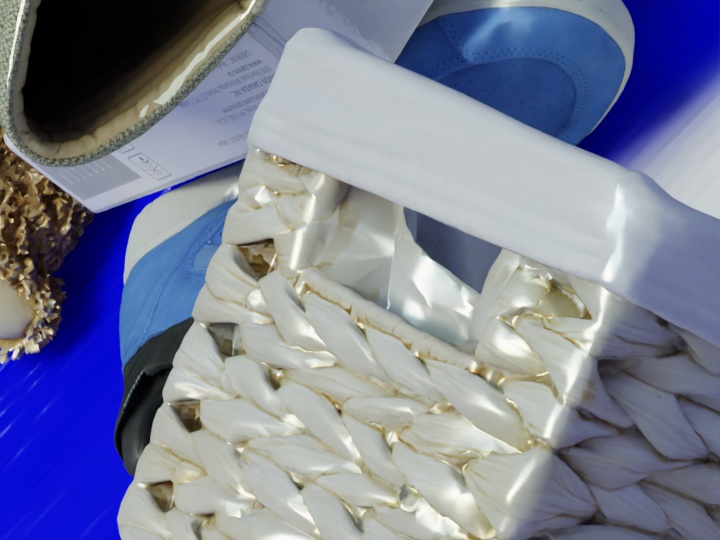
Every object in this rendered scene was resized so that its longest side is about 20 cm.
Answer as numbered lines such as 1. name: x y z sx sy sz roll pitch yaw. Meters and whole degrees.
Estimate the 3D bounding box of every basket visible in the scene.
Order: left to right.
1. basket: 0.062 0.049 0.667 0.136 0.200 0.123 28 92 51

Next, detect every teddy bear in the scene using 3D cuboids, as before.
1. teddy bear: -0.106 -0.064 1.029 0.145 0.067 0.200 -15 62 52

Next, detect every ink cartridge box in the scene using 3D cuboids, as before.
1. ink cartridge box: -0.015 -0.111 0.892 0.176 0.045 0.200 -59 18 -20

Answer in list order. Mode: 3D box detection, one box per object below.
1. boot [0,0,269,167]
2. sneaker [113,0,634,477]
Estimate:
1. boot: -0.048 -0.122 0.808 0.200 0.072 0.155 -59 17 1
2. sneaker: 0.001 0.001 0.850 0.200 0.077 0.111 -31 41 36
